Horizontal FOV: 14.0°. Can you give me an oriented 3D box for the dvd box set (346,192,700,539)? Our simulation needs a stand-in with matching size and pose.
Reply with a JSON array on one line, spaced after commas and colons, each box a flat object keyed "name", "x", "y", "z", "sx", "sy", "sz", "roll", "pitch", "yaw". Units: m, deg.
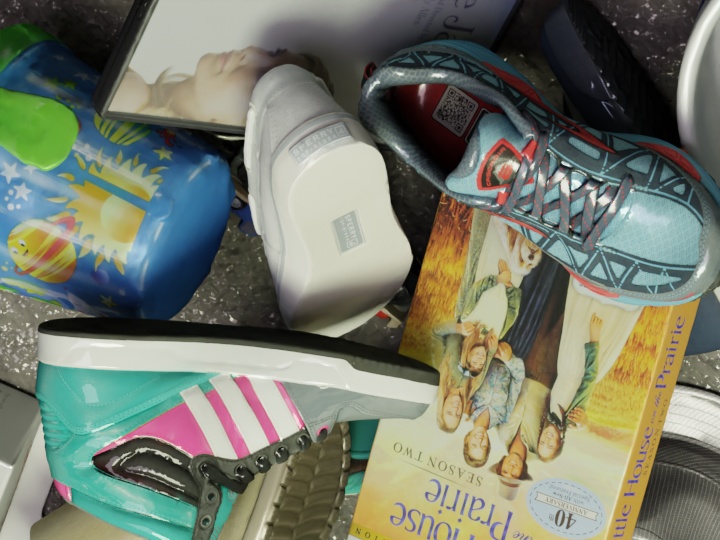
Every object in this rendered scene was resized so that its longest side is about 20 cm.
[{"name": "dvd box set", "x": 0.079, "y": 0.069, "z": 1.442, "sx": 0.146, "sy": 0.029, "sz": 0.201, "roll": 21, "pitch": 100, "yaw": 33}]

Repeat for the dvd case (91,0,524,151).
[{"name": "dvd case", "x": -0.016, "y": -0.121, "z": 1.408, "sx": 0.199, "sy": 0.018, "sz": 0.143, "roll": 5, "pitch": 128, "yaw": -33}]

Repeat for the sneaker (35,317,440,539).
[{"name": "sneaker", "x": -0.062, "y": 0.091, "z": 1.423, "sx": 0.199, "sy": 0.084, "sz": 0.122, "roll": 5, "pitch": 97, "yaw": -13}]

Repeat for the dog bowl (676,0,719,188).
[{"name": "dog bowl", "x": 0.253, "y": -0.089, "z": 1.389, "sx": 0.199, "sy": 0.079, "sz": 0.201, "roll": 7, "pitch": 120, "yaw": 11}]

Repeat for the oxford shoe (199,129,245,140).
[{"name": "oxford shoe", "x": -0.021, "y": -0.132, "z": 1.448, "sx": 0.075, "sy": 0.058, "sz": 0.200, "roll": 43, "pitch": 118, "yaw": -7}]

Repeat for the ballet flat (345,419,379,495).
[{"name": "ballet flat", "x": -0.001, "y": 0.095, "z": 1.561, "sx": 0.199, "sy": 0.068, "sz": 0.070, "roll": -6, "pitch": 149, "yaw": 36}]

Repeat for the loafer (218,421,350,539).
[{"name": "loafer", "x": -0.066, "y": 0.146, "z": 1.509, "sx": 0.068, "sy": 0.076, "sz": 0.201, "roll": 23, "pitch": 97, "yaw": 29}]

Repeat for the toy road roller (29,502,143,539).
[{"name": "toy road roller", "x": -0.091, "y": 0.212, "z": 1.633, "sx": 0.122, "sy": 0.146, "sz": 0.201, "roll": -31, "pitch": 72, "yaw": 10}]

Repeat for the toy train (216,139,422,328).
[{"name": "toy train", "x": 0.000, "y": 0.000, "z": 1.532, "sx": 0.200, "sy": 0.034, "sz": 0.046, "roll": 39, "pitch": 133, "yaw": -10}]

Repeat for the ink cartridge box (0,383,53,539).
[{"name": "ink cartridge box", "x": -0.252, "y": 0.110, "z": 1.637, "sx": 0.199, "sy": 0.067, "sz": 0.116, "roll": 23, "pitch": 122, "yaw": 0}]

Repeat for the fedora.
[{"name": "fedora", "x": 0.152, "y": 0.168, "z": 1.552, "sx": 0.176, "sy": 0.090, "sz": 0.201, "roll": -1, "pitch": 119, "yaw": 14}]

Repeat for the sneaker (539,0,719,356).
[{"name": "sneaker", "x": 0.125, "y": -0.037, "z": 1.455, "sx": 0.082, "sy": 0.070, "sz": 0.201, "roll": -24, "pitch": 109, "yaw": 22}]

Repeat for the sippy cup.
[{"name": "sippy cup", "x": -0.139, "y": -0.037, "z": 1.469, "sx": 0.130, "sy": 0.178, "sz": 0.140, "roll": 24, "pitch": 113, "yaw": 17}]

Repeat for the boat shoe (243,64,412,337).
[{"name": "boat shoe", "x": -0.024, "y": -0.031, "z": 1.436, "sx": 0.072, "sy": 0.069, "sz": 0.200, "roll": -28, "pitch": 154, "yaw": -4}]

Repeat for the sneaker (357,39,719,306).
[{"name": "sneaker", "x": 0.079, "y": -0.040, "z": 1.367, "sx": 0.199, "sy": 0.095, "sz": 0.080, "roll": 29, "pitch": 107, "yaw": 24}]
